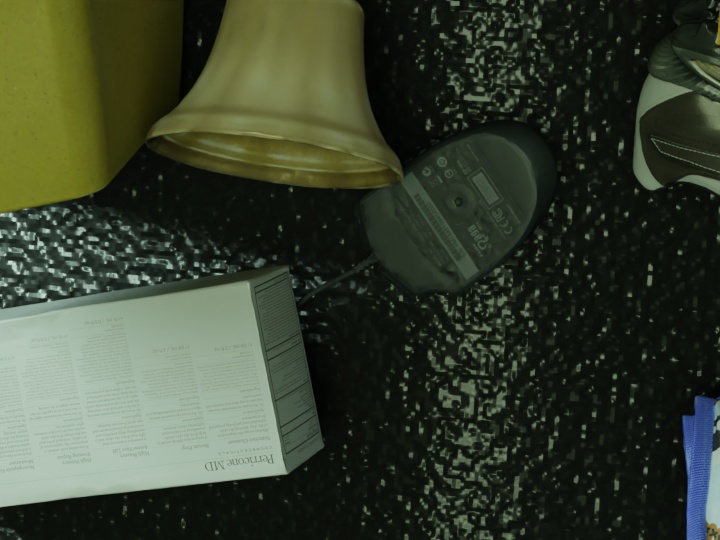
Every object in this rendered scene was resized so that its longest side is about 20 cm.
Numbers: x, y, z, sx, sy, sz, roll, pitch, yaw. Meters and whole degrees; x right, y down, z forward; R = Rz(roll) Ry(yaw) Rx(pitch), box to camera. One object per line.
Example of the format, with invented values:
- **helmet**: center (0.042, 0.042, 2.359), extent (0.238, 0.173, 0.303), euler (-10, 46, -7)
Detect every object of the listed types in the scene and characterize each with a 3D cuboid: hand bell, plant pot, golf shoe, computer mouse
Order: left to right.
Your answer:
- **plant pot**: center (-0.170, -0.118, 0.817), extent (0.200, 0.200, 0.177), euler (-11, 107, 13)
- **hand bell**: center (-0.020, -0.140, 0.834), extent (0.104, 0.104, 0.200), euler (7, 83, 10)
- **computer mouse**: center (0.000, 0.000, 0.879), extent (0.200, 0.034, 0.059), euler (-31, 90, 21)
- **golf shoe**: center (0.202, -0.035, 0.816), extent (0.200, 0.078, 0.095), euler (27, 120, 8)

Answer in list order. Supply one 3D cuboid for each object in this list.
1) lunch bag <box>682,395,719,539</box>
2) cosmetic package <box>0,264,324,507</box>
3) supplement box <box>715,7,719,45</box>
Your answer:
- **lunch bag**: center (0.213, 0.145, 0.812), extent (0.170, 0.124, 0.200), euler (-1, 82, 12)
- **cosmetic package**: center (-0.121, 0.054, 0.887), extent (0.200, 0.051, 0.083), euler (-8, 95, 21)
- **supplement box**: center (0.204, -0.199, 0.668), extent (0.133, 0.197, 0.200), euler (11, 144, 12)
